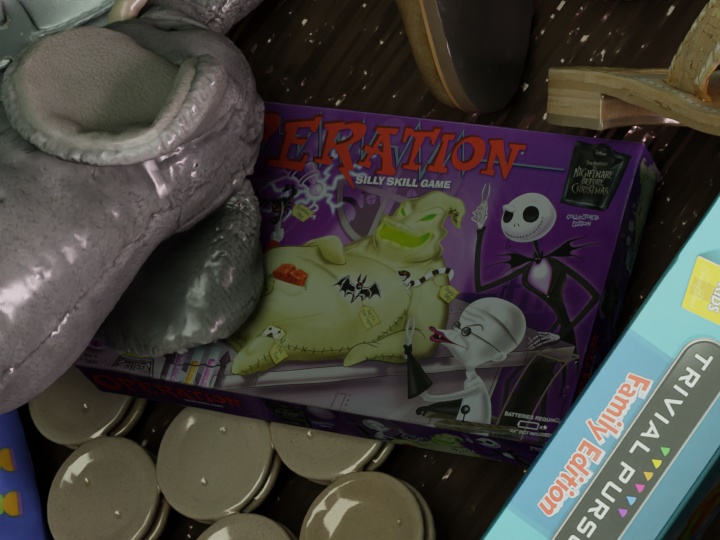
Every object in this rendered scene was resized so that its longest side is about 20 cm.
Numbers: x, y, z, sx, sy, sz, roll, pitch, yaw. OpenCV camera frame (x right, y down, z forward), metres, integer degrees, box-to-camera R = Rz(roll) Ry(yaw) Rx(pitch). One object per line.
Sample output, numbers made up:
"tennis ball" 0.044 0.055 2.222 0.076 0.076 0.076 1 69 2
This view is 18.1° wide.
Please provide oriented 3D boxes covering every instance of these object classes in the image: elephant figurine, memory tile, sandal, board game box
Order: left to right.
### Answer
"elephant figurine" -0.090 -0.039 0.806 0.199 0.142 0.156 -25 85 -8
"memory tile" -0.047 0.093 0.838 0.152 0.017 0.201 -22 60 17
"board game box" 0.000 0.000 0.830 0.199 0.032 0.121 7 64 26
"board game box" 0.096 0.061 0.729 0.047 0.151 0.201 36 95 14
"sandal" 0.130 -0.079 0.736 0.211 0.077 0.070 11 102 59

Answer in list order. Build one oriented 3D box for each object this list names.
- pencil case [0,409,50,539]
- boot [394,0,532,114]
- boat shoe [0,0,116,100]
"pencil case" -0.171 0.084 0.875 0.078 0.086 0.201 -39 62 51
"boot" 0.011 -0.149 0.851 0.075 0.073 0.201 -19 79 31
"boat shoe" -0.158 -0.100 0.909 0.200 0.071 0.071 -21 73 18
